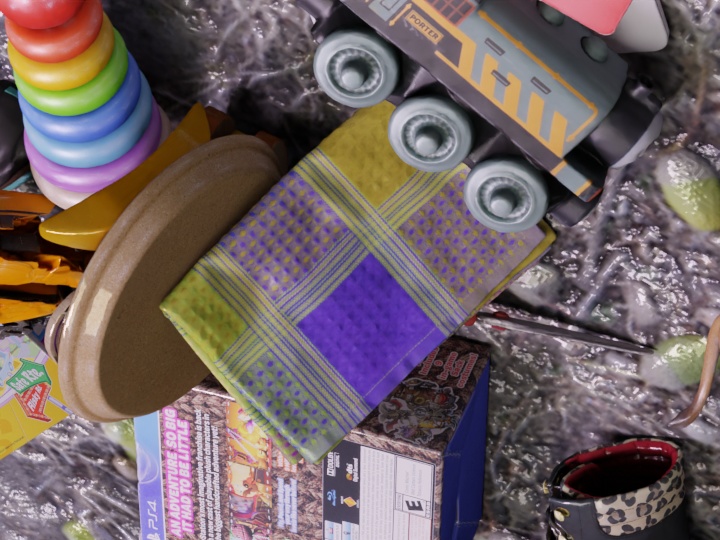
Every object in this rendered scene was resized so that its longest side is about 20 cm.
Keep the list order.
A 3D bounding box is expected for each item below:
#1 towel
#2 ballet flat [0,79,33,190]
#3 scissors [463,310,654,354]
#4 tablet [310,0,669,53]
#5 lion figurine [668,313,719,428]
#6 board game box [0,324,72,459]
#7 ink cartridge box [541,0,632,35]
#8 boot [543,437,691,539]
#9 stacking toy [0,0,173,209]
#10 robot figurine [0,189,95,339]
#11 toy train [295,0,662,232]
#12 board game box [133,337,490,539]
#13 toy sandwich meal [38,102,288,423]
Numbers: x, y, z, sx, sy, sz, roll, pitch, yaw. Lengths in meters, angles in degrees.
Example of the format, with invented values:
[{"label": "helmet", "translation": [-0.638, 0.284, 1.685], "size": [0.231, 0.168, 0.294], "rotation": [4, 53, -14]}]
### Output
[{"label": "towel", "translation": [0.000, 0.000, 1.448], "size": [0.144, 0.200, 0.023], "rotation": [51, 174, -24]}, {"label": "ballet flat", "translation": [-0.256, -0.054, 1.587], "size": [0.200, 0.068, 0.068], "rotation": [-36, 99, 32]}, {"label": "scissors", "translation": [0.070, 0.025, 1.525], "size": [0.200, 0.073, 0.014], "rotation": [8, 98, -9]}, {"label": "tablet", "translation": [0.055, -0.162, 1.370], "size": [0.200, 0.014, 0.130], "rotation": [-3, 127, 27]}, {"label": "lion figurine", "translation": [0.255, 0.052, 1.427], "size": [0.200, 0.072, 0.123], "rotation": [4, 124, 28]}, {"label": "board game box", "translation": [-0.273, 0.067, 1.720], "size": [0.134, 0.034, 0.200], "rotation": [44, 134, -15]}, {"label": "ink cartridge box", "translation": [0.068, -0.217, 1.264], "size": [0.200, 0.067, 0.116], "rotation": [31, 133, 2]}, {"label": "boot", "translation": [0.115, 0.188, 1.579], "size": [0.204, 0.073, 0.154], "rotation": [-15, 124, -3]}, {"label": "stacking toy", "translation": [-0.161, -0.114, 1.425], "size": [0.085, 0.085, 0.200], "rotation": [13, 153, 15]}, {"label": "robot figurine", "translation": [-0.204, -0.007, 1.545], "size": [0.200, 0.058, 0.145], "rotation": [5, 153, -42]}, {"label": "toy train", "translation": [0.063, -0.107, 1.353], "size": [0.200, 0.085, 0.114], "rotation": [39, 125, -11]}, {"label": "board game box", "translation": [-0.031, 0.110, 1.597], "size": [0.200, 0.097, 0.159], "rotation": [15, 134, 14]}, {"label": "toy sandwich meal", "translation": [-0.114, -0.008, 1.462], "size": [0.070, 0.205, 0.205], "rotation": [33, 139, 24]}]
